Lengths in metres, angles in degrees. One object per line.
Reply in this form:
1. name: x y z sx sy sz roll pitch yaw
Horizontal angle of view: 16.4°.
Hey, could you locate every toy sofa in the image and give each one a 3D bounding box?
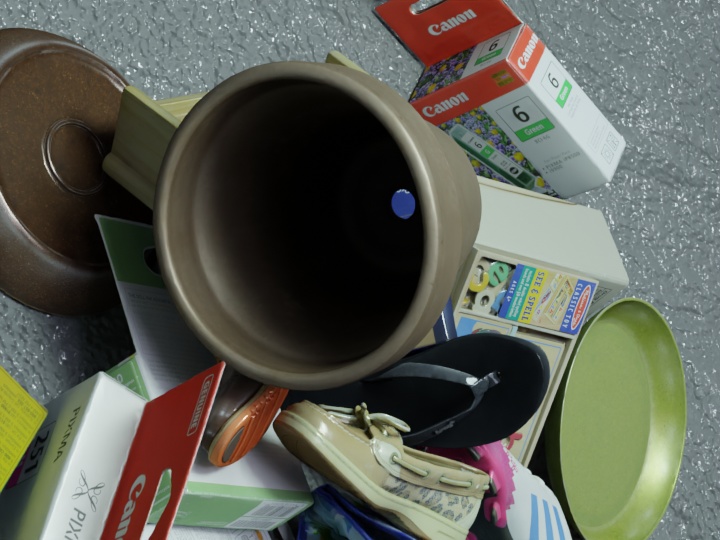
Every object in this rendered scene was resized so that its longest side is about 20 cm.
1. toy sofa: -0.071 -0.077 1.682 0.199 0.098 0.083 -15 41 -41

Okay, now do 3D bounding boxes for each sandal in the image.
1. sandal: 0.033 0.091 1.708 0.043 0.199 0.077 -41 121 -75

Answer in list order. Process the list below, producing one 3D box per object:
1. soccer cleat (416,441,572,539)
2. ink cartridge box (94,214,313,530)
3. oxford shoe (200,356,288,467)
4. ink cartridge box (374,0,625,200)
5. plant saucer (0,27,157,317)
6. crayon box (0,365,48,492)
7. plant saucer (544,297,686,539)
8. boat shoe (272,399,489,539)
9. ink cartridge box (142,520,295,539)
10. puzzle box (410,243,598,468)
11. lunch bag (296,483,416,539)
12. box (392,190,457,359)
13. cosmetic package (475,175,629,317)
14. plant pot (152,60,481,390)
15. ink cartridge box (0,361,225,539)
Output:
1. soccer cleat: 0.100 0.166 1.803 0.201 0.070 0.087 62 33 -28
2. ink cartridge box: -0.116 0.069 1.644 0.145 0.048 0.201 12 51 -55
3. oxford shoe: -0.076 0.056 1.626 0.073 0.072 0.200 29 33 0
4. ink cartridge box: 0.102 -0.136 1.930 0.200 0.109 0.050 47 46 -22
5. plant saucer: -0.196 -0.070 1.650 0.200 0.034 0.202 19 62 -41
6. crayon box: -0.282 0.118 1.469 0.127 0.051 0.200 48 45 -21
7. plant saucer: 0.195 0.121 1.946 0.200 0.031 0.201 -8 99 -54
8. boat shoe: 0.015 0.125 1.662 0.063 0.073 0.200 -57 139 -4
9. ink cartridge box: -0.094 0.223 1.643 0.162 0.050 0.200 65 24 -4
10. puzzle box: 0.088 0.085 1.808 0.133 0.025 0.201 13 101 -43
11. lunch bag: 0.040 0.253 1.694 0.170 0.127 0.201 37 24 -39
12. box: 0.000 0.000 1.761 0.032 0.120 0.201 25 54 -70
13. cosmetic package: 0.094 -0.008 1.866 0.199 0.103 0.073 13 48 -44
14. plant pot: -0.008 -0.036 1.586 0.174 0.199 0.201 -17 87 -64
15. ink cartridge box: -0.169 0.150 1.480 0.043 0.173 0.201 33 52 -23
